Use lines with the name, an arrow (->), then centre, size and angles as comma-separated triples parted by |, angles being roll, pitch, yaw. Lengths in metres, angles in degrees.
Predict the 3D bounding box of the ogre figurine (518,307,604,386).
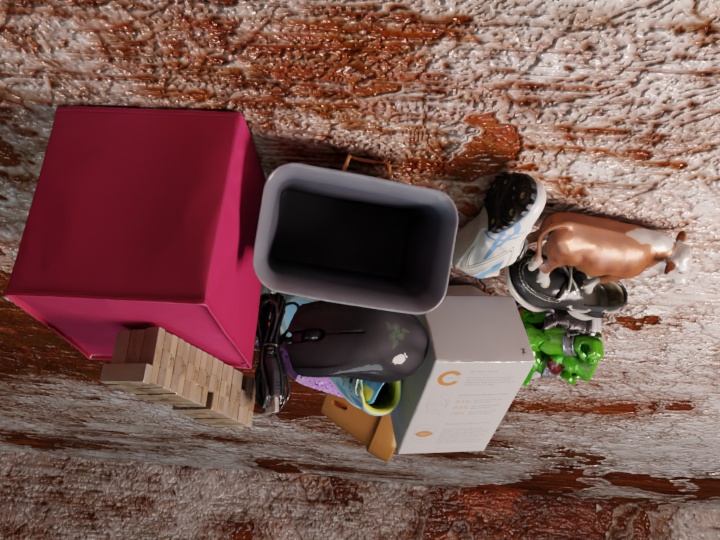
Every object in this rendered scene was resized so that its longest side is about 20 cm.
ogre figurine -> 0.243, 0.105, 0.998 | 0.118, 0.100, 0.200 | 13, -173, 9

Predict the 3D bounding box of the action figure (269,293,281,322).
action figure -> -0.078, 0.061, 1.091 | 0.197, 0.106, 0.193 | 0, 166, 19

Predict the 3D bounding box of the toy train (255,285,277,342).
toy train -> -0.162, 0.032, 0.941 | 0.112, 0.201, 0.086 | 0, 126, 6

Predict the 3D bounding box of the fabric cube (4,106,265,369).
fabric cube -> -0.208, -0.027, 0.792 | 0.193, 0.202, 0.201 | 2, 157, 5

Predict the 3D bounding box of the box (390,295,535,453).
box -> 0.115, 0.132, 0.948 | 0.122, 0.098, 0.202 | 1, 138, -14

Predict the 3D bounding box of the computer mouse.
computer mouse -> -0.023, 0.080, 0.840 | 0.196, 0.141, 0.053 | -4, 159, 2

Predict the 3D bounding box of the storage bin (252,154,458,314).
storage bin -> -0.012, -0.045, 0.816 | 0.197, 0.148, 0.134 | 9, -176, -10

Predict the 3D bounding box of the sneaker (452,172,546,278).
sneaker -> 0.159, -0.046, 0.831 | 0.071, 0.073, 0.200 | 14, 159, -7

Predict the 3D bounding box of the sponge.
sponge -> -0.104, 0.133, 1.210 | 0.111, 0.030, 0.199 | 25, -175, -40

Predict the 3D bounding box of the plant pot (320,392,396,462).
plant pot -> 0.019, 0.203, 1.301 | 0.138, 0.202, 0.201 | 21, 157, 3

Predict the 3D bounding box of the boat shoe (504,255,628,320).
boat shoe -> 0.260, 0.016, 0.960 | 0.198, 0.077, 0.060 | 9, 160, -40

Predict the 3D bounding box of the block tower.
block tower -> -0.177, 0.115, 0.790 | 0.053, 0.059, 0.200 | -5, 156, 23

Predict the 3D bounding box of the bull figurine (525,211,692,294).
bull figurine -> 0.277, -0.019, 0.873 | 0.197, 0.066, 0.121 | 15, 151, -19

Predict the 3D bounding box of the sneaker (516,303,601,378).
sneaker -> 0.255, 0.099, 1.145 | 0.112, 0.077, 0.200 | 16, 148, -22

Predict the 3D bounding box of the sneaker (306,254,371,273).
sneaker -> 0.000, 0.000, 0.964 | 0.197, 0.077, 0.115 | 10, 154, -17

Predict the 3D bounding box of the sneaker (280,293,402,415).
sneaker -> -0.020, 0.101, 0.955 | 0.200, 0.080, 0.130 | 45, 168, -16

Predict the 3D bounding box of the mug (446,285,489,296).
mug -> 0.111, 0.076, 1.083 | 0.151, 0.188, 0.151 | -9, 122, 10
